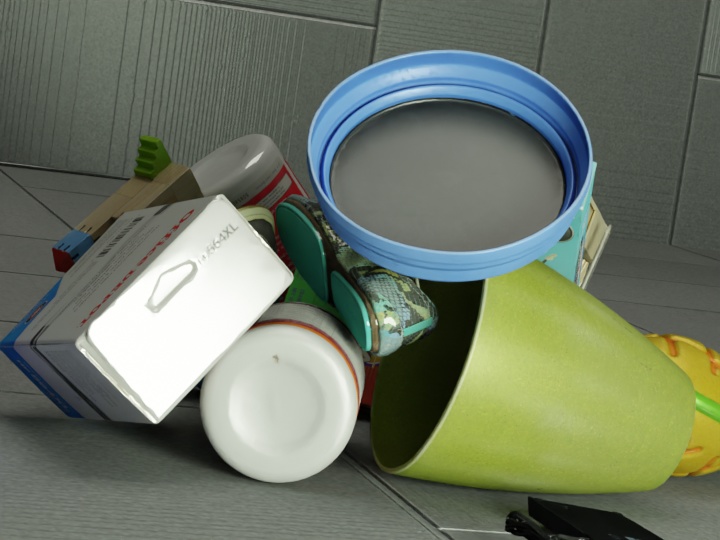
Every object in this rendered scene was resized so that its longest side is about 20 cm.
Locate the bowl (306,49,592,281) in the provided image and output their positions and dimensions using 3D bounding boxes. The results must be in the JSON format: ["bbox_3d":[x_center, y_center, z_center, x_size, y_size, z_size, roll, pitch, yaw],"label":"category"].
[{"bbox_3d":[0.061,-0.073,1.401,0.199,0.039,0.201,0,48,0],"label":"bowl"}]

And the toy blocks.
[{"bbox_3d":[-0.178,0.007,1.719,0.100,0.201,0.137,16,51,45],"label":"toy blocks"}]

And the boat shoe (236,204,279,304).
[{"bbox_3d":[-0.089,0.006,1.553,0.071,0.066,0.201,-22,-14,-8],"label":"boat shoe"}]

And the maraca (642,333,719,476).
[{"bbox_3d":[0.260,0.116,1.606,0.137,0.107,0.200,20,-10,47],"label":"maraca"}]

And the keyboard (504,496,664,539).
[{"bbox_3d":[0.154,0.178,1.273,0.126,0.021,0.200,12,4,-19],"label":"keyboard"}]

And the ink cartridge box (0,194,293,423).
[{"bbox_3d":[-0.154,0.029,1.409,0.084,0.146,0.200,49,-19,-16],"label":"ink cartridge box"}]

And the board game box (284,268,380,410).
[{"bbox_3d":[0.024,0.042,1.679,0.199,0.154,0.040,13,-11,37],"label":"board game box"}]

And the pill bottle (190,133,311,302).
[{"bbox_3d":[-0.078,-0.014,1.823,0.112,0.200,0.112,-28,21,12],"label":"pill bottle"}]

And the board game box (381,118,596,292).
[{"bbox_3d":[0.092,-0.018,1.516,0.150,0.047,0.200,13,-35,10],"label":"board game box"}]

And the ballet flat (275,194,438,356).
[{"bbox_3d":[0.000,0.000,1.477,0.074,0.075,0.200,5,28,-28],"label":"ballet flat"}]

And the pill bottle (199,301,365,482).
[{"bbox_3d":[-0.052,0.081,1.451,0.109,0.110,0.200,8,6,1],"label":"pill bottle"}]

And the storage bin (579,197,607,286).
[{"bbox_3d":[0.093,-0.058,1.713,0.198,0.094,0.200,18,-10,21],"label":"storage bin"}]

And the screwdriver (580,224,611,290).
[{"bbox_3d":[0.169,0.049,1.689,0.028,0.201,0.029,36,-23,-35],"label":"screwdriver"}]

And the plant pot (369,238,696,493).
[{"bbox_3d":[0.136,0.086,1.456,0.199,0.188,0.187,20,3,-16],"label":"plant pot"}]

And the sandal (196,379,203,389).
[{"bbox_3d":[-0.146,0.065,1.656,0.199,0.080,0.087,18,-38,-19],"label":"sandal"}]
